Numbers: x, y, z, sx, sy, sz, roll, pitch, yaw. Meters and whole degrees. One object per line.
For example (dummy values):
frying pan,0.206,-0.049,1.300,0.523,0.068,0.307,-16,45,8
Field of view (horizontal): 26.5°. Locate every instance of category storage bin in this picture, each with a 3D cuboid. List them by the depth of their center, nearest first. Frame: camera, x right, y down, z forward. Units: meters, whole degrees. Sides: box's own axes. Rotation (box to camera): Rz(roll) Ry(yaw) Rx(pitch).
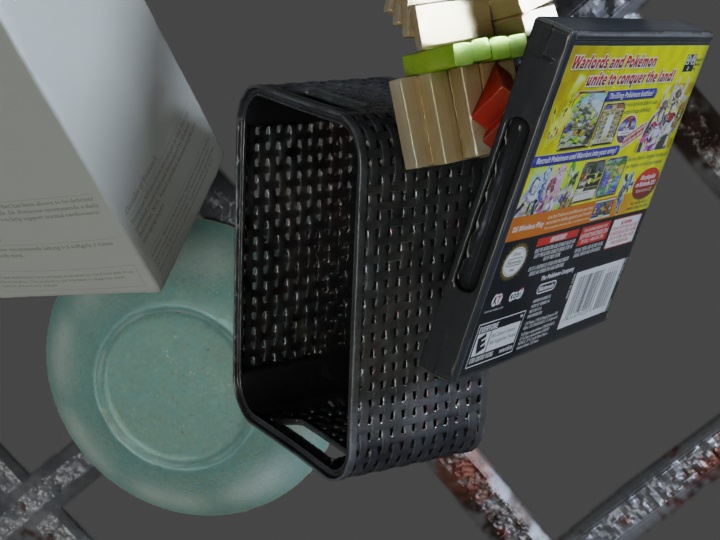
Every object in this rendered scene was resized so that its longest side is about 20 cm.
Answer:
storage bin,0.000,0.000,0.855,0.093,0.135,0.201,-7,108,-31

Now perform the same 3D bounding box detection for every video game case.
video game case,0.112,-0.043,0.802,0.025,0.200,0.182,27,110,26

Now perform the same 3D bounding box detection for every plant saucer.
plant saucer,-0.111,0.068,0.960,0.200,0.039,0.202,3,106,11

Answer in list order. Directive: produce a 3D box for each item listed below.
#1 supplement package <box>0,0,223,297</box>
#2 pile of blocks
supplement package,-0.177,-0.095,0.836,0.116,0.118,0.201,-1,136,25
pile of blocks,0.065,-0.147,0.760,0.082,0.062,0.201,15,81,-30
